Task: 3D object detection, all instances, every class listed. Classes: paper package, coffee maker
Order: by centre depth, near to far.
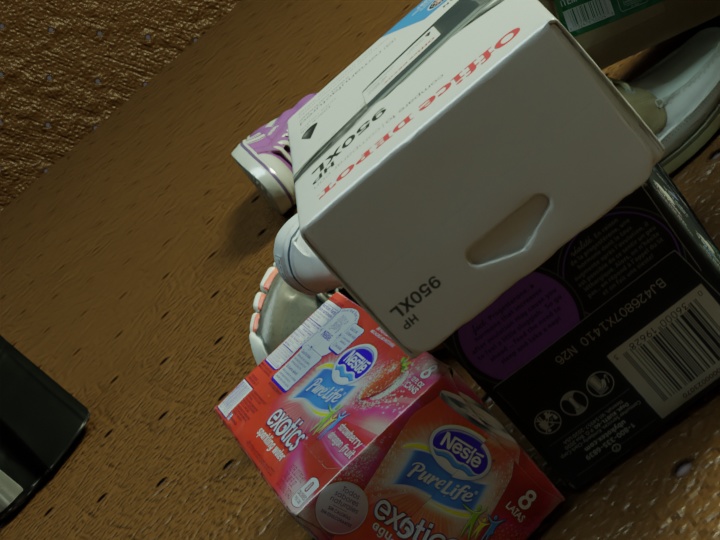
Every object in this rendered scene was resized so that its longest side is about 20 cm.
[{"bbox_3d":[0.167,-0.198,0.997,0.200,0.104,0.191,-24,7,-12],"label":"paper package"},{"bbox_3d":[-0.338,0.093,1.334,0.192,0.200,0.135,-48,20,-11],"label":"coffee maker"}]

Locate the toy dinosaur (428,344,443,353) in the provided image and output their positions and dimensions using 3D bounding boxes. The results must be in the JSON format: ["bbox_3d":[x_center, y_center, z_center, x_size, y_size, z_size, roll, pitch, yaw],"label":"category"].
[{"bbox_3d":[0.052,0.026,0.931,0.200,0.060,0.106,-30,31,62],"label":"toy dinosaur"}]

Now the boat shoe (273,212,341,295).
[{"bbox_3d":[0.039,-0.049,0.928,0.200,0.074,0.067,-44,25,-22],"label":"boat shoe"}]

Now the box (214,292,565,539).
[{"bbox_3d":[0.007,0.092,0.778,0.100,0.096,0.200,-44,18,-6],"label":"box"}]

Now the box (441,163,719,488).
[{"bbox_3d":[0.109,-0.005,0.772,0.122,0.106,0.200,-38,18,14],"label":"box"}]

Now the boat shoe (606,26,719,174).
[{"bbox_3d":[0.155,-0.085,0.928,0.200,0.068,0.075,-45,18,-11],"label":"boat shoe"}]

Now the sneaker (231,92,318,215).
[{"bbox_3d":[-0.063,-0.126,1.487,0.114,0.073,0.201,-37,18,6],"label":"sneaker"}]

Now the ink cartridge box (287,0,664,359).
[{"bbox_3d":[0.045,-0.064,0.732,0.145,0.084,0.200,-40,18,10],"label":"ink cartridge box"}]

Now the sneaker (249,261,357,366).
[{"bbox_3d":[0.000,0.000,1.054,0.082,0.077,0.200,-8,38,50],"label":"sneaker"}]
